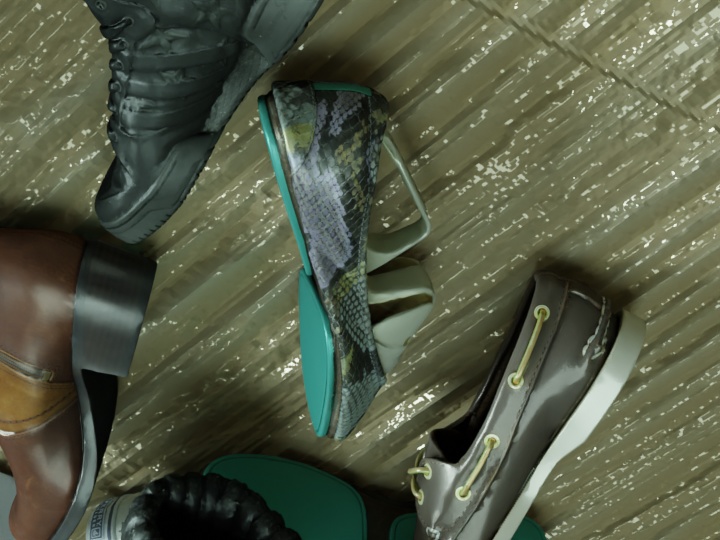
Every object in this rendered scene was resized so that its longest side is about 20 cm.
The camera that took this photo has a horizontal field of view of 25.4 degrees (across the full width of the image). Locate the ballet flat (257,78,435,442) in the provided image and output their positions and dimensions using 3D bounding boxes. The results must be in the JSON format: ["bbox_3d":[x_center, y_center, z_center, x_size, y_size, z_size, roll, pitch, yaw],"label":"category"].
[{"bbox_3d":[0.000,0.000,0.716,0.071,0.072,0.202,-2,132,5],"label":"ballet flat"}]

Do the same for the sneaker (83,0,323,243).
[{"bbox_3d":[-0.083,-0.106,0.636,0.104,0.060,0.200,28,121,-21],"label":"sneaker"}]

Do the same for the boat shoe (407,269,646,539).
[{"bbox_3d":[0.059,0.091,0.768,0.059,0.072,0.201,31,110,-4],"label":"boat shoe"}]

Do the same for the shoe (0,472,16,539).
[{"bbox_3d":[-0.255,0.162,0.873,0.197,0.072,0.091,-5,146,1],"label":"shoe"}]

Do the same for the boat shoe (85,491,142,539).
[{"bbox_3d":[-0.068,0.192,0.885,0.069,0.071,0.201,-20,120,23],"label":"boat shoe"}]

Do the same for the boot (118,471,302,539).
[{"bbox_3d":[-0.036,0.194,0.786,0.209,0.080,0.158,22,130,-10],"label":"boot"}]

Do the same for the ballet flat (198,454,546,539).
[{"bbox_3d":[0.002,0.152,0.846,0.198,0.069,0.069,15,139,-8],"label":"ballet flat"}]

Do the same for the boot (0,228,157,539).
[{"bbox_3d":[-0.213,0.045,0.766,0.198,0.069,0.189,15,130,-8],"label":"boot"}]
